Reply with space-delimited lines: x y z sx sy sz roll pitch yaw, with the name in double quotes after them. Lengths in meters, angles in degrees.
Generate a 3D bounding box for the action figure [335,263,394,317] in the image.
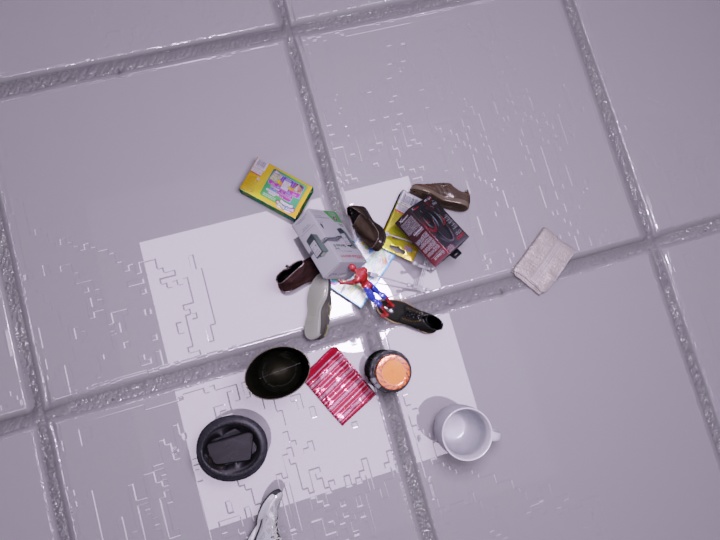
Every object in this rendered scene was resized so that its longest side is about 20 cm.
0.008 0.053 1.622 0.200 0.099 0.065 54 54 -30 "action figure"

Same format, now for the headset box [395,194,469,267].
0.223 -0.113 1.632 0.200 0.075 0.149 49 41 6 "headset box"

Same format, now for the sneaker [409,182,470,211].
0.258 -0.250 1.763 0.200 0.070 0.076 18 62 -6 "sneaker"

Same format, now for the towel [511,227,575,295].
0.594 -0.030 1.774 0.132 0.034 0.200 38 80 -1 "towel"

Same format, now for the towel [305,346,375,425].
-0.067 0.349 1.661 0.145 0.022 0.200 -41 88 -9 "towel"

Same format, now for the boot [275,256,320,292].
-0.160 -0.005 1.624 0.200 0.166 0.072 -36 83 -9 "boot"

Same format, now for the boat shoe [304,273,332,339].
-0.122 0.110 1.660 0.072 0.060 0.202 8 87 36 "boat shoe"

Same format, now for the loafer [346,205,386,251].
0.008 -0.130 1.664 0.071 0.200 0.073 13 119 -40 "loafer"

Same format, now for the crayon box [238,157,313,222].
-0.261 -0.251 1.704 0.200 0.058 0.119 28 81 -2 "crayon box"

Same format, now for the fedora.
-0.366 0.506 1.573 0.200 0.092 0.201 1 82 -6 "fedora"

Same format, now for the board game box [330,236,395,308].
0.000 0.000 1.709 0.134 0.034 0.200 34 80 -1 "board game box"

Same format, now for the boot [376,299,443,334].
0.153 0.132 1.654 0.200 0.138 0.078 18 81 -2 "boot"

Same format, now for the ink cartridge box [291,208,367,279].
-0.090 -0.078 1.624 0.084 0.146 0.200 -42 70 26 "ink cartridge box"

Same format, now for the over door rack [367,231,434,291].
0.133 -0.028 1.663 0.199 0.067 0.148 15 86 -6 "over door rack"

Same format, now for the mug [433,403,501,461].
0.314 0.471 1.605 0.199 0.175 0.148 9 82 -5 "mug"

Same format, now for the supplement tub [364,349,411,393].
0.080 0.292 1.593 0.122 0.200 0.123 1 82 -5 "supplement tub"

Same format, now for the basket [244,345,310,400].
-0.234 0.289 1.561 0.180 0.200 0.136 -20 84 -9 "basket"

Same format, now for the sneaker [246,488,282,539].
-0.240 0.732 1.545 0.115 0.076 0.201 22 89 26 "sneaker"

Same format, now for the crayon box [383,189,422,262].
0.145 -0.138 1.732 0.127 0.051 0.200 26 80 -5 "crayon box"
